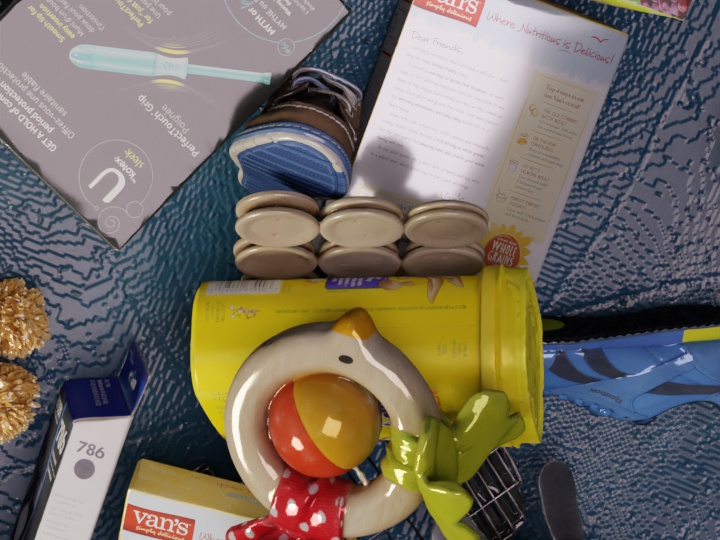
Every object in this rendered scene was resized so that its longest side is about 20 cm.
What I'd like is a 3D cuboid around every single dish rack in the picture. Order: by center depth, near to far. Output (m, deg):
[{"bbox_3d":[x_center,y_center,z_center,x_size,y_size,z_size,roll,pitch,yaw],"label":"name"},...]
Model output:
[{"bbox_3d":[0.000,0.152,1.755,0.199,0.055,0.154,-34,108,-5],"label":"dish rack"}]

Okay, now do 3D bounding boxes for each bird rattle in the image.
[{"bbox_3d":[-0.009,0.107,1.571,0.199,0.113,0.164,-27,100,35],"label":"bird rattle"}]

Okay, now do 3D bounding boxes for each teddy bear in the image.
[{"bbox_3d":[-0.286,0.047,1.666,0.199,0.067,0.146,25,93,-16],"label":"teddy bear"}]

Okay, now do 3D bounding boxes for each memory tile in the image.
[{"bbox_3d":[0.000,0.000,1.655,0.152,0.200,0.017,0,67,0],"label":"memory tile"}]

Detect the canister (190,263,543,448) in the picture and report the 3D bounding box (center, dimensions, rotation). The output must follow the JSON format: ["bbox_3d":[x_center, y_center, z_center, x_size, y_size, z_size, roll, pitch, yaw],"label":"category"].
[{"bbox_3d":[0.007,0.054,1.649,0.198,0.149,0.087,-1,72,8],"label":"canister"}]

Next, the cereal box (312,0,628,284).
[{"bbox_3d":[0.068,-0.082,1.725,0.143,0.040,0.201,19,97,-15],"label":"cereal box"}]

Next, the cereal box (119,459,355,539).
[{"bbox_3d":[-0.089,0.224,1.708,0.143,0.040,0.201,14,118,0],"label":"cereal box"}]

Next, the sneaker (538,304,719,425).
[{"bbox_3d":[0.153,0.069,1.762,0.199,0.066,0.079,-3,106,-11],"label":"sneaker"}]

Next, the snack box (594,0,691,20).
[{"bbox_3d":[0.090,-0.214,1.635,0.199,0.169,0.068,19,94,-14],"label":"snack box"}]

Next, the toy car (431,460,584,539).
[{"bbox_3d":[0.119,0.232,1.741,0.164,0.158,0.201,-25,96,-27],"label":"toy car"}]

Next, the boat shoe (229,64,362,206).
[{"bbox_3d":[-0.036,-0.084,1.626,0.072,0.200,0.073,23,82,-6],"label":"boat shoe"}]

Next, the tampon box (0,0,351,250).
[{"bbox_3d":[-0.134,-0.142,1.626,0.200,0.126,0.150,-45,106,1],"label":"tampon box"}]

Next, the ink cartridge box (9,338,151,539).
[{"bbox_3d":[-0.183,0.140,1.690,0.039,0.099,0.201,19,97,-13],"label":"ink cartridge box"}]
